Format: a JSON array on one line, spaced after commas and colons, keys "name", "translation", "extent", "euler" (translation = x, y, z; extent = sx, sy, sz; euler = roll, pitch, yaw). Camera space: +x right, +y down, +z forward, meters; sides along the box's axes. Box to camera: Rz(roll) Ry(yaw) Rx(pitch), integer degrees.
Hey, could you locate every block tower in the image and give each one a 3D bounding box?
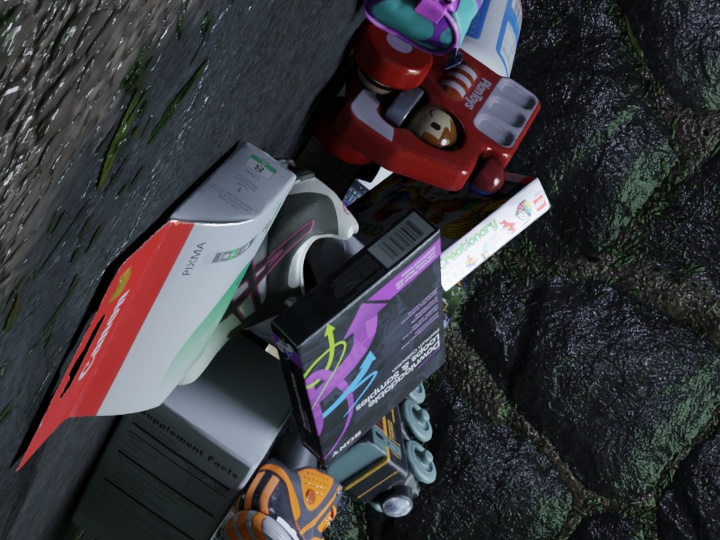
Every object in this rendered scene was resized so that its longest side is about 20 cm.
[{"name": "block tower", "translation": [-0.059, -0.048, 1.244], "extent": [0.201, 0.058, 0.054], "euler": [-56, 179, -16]}]

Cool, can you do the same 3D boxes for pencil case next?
[{"name": "pencil case", "translation": [0.085, -0.257, 1.040], "extent": [0.092, 0.085, 0.201], "euler": [3, -123, 58]}]

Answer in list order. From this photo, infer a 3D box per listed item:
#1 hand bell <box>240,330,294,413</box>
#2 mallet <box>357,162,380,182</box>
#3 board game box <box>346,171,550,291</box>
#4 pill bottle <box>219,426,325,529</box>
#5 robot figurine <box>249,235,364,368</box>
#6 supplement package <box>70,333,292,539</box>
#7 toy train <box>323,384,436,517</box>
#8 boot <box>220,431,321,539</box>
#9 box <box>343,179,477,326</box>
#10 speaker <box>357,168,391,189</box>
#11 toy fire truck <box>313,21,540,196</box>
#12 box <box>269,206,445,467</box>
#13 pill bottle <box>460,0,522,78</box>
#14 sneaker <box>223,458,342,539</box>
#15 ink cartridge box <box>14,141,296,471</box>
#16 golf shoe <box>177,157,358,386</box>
[{"name": "hand bell", "translation": [-0.066, 0.126, 1.366], "extent": [0.103, 0.200, 0.105], "euler": [-26, -141, 23]}, {"name": "mallet", "translation": [0.031, -0.179, 1.315], "extent": [0.201, 0.065, 0.041], "euler": [-59, -178, 1]}, {"name": "board game box", "translation": [0.061, -0.046, 1.228], "extent": [0.126, 0.035, 0.199], "euler": [-38, -155, -19]}, {"name": "pill bottle", "translation": [-0.123, 0.199, 1.391], "extent": [0.120, 0.199, 0.120], "euler": [-57, 179, -2]}, {"name": "robot figurine", "translation": [-0.040, 0.017, 1.144], "extent": [0.112, 0.200, 0.171], "euler": [-18, -125, 24]}, {"name": "supplement package", "translation": [-0.148, 0.155, 1.180], "extent": [0.201, 0.117, 0.117], "euler": [-57, 179, 40]}, {"name": "toy train", "translation": [0.011, 0.145, 1.350], "extent": [0.085, 0.114, 0.201], "euler": [-33, -144, 22]}, {"name": "boot", "translation": [-0.089, 0.233, 1.225], "extent": [0.201, 0.065, 0.165], "euler": [-57, 179, -28]}, {"name": "box", "translation": [0.000, 0.000, 1.344], "extent": [0.137, 0.199, 0.038], "euler": [-57, -171, -25]}, {"name": "speaker", "translation": [-0.024, -0.071, 1.428], "extent": [0.201, 0.081, 0.081], "euler": [-57, 179, 18]}, {"name": "toy fire truck", "translation": [0.065, -0.141, 1.188], "extent": [0.113, 0.167, 0.200], "euler": [-58, 179, 38]}, {"name": "box", "translation": [0.005, 0.057, 1.075], "extent": [0.143, 0.036, 0.201], "euler": [-39, 153, -18]}, {"name": "pill bottle", "translation": [0.097, -0.211, 1.391], "extent": [0.201, 0.111, 0.113], "euler": [-72, -171, -45]}, {"name": "sneaker", "translation": [-0.039, 0.240, 1.157], "extent": [0.112, 0.077, 0.202], "euler": [-64, 141, -48]}, {"name": "ink cartridge box", "translation": [-0.118, 0.027, 0.832], "extent": [0.162, 0.050, 0.200], "euler": [-59, -179, 29]}, {"name": "golf shoe", "translation": [-0.083, 0.016, 1.015], "extent": [0.201, 0.088, 0.077], "euler": [-57, 177, 19]}]
